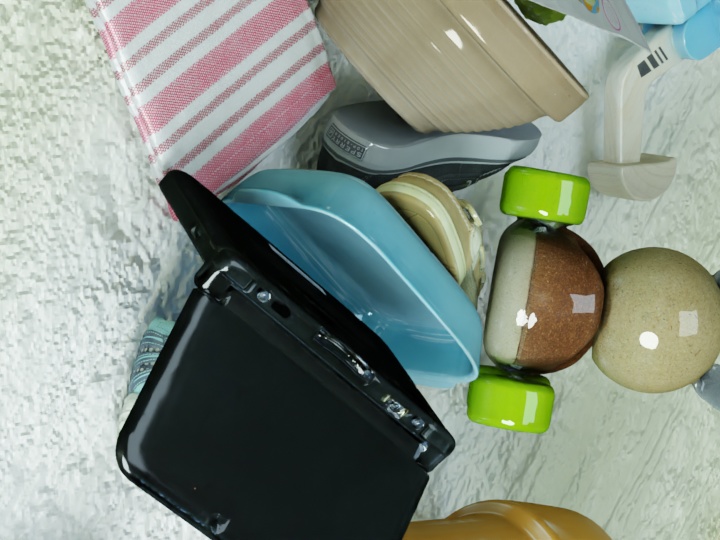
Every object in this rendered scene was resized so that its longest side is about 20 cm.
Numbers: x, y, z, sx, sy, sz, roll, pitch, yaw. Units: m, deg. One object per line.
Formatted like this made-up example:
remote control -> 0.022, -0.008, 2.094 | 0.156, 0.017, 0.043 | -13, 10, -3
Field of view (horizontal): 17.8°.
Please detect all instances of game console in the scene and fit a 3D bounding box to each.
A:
game console -> -0.055, 0.069, 1.265 | 0.116, 0.176, 0.200 | -44, 125, 6

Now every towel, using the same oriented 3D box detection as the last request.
towel -> -0.094, -0.148, 1.304 | 0.146, 0.030, 0.200 | -43, 124, -37

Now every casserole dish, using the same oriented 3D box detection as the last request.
casserole dish -> 0.000, 0.000, 1.353 | 0.200, 0.121, 0.039 | 49, 60, -39

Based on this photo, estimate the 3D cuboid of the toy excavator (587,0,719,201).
toy excavator -> 0.217, -0.174, 1.642 | 0.200, 0.100, 0.195 | -36, 119, -28

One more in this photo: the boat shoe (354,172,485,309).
boat shoe -> 0.045, -0.015, 1.406 | 0.063, 0.073, 0.201 | -61, 159, -19

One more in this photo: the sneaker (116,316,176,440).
sneaker -> -0.053, 0.071, 1.335 | 0.200, 0.078, 0.087 | 13, 80, -51

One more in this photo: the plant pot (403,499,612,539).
plant pot -> 0.040, 0.231, 1.390 | 0.183, 0.200, 0.201 | 13, 83, -34

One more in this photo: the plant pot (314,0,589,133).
plant pot -> 0.038, -0.148, 1.375 | 0.093, 0.201, 0.201 | -42, 135, 7

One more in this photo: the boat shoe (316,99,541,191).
boat shoe -> 0.039, -0.074, 1.450 | 0.200, 0.069, 0.057 | -9, 130, -51

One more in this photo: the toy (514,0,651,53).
toy -> 0.103, -0.189, 1.389 | 0.200, 0.047, 0.115 | 14, 52, -64

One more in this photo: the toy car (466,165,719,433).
toy car -> 0.179, 0.030, 1.489 | 0.158, 0.200, 0.165 | -28, 127, -87
